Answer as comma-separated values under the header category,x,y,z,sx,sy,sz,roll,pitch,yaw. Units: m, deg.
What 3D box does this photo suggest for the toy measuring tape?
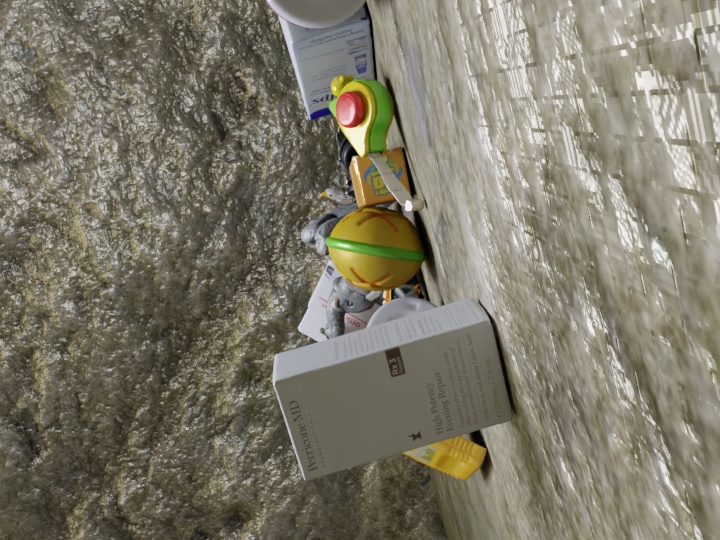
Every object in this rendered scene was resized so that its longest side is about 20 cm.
category,x,y,z,sx,sy,sz,roll,pitch,yaw
toy measuring tape,0.025,-0.163,0.963,0.202,0.073,0.074,56,172,23

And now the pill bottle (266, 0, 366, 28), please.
category,x,y,z,sx,sy,sz,roll,pitch,yaw
pill bottle,-0.050,-0.311,0.840,0.200,0.117,0.122,-109,2,-73

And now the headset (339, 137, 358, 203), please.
category,x,y,z,sx,sy,sz,roll,pitch,yaw
headset,0.016,-0.171,1.371,0.202,0.092,0.125,101,161,-53

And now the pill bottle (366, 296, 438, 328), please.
category,x,y,z,sx,sy,sz,roll,pitch,yaw
pill bottle,0.073,0.135,1.104,0.201,0.112,0.116,75,179,-55

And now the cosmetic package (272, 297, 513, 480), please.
category,x,y,z,sx,sy,sz,roll,pitch,yaw
cosmetic package,0.027,0.105,0.738,0.074,0.196,0.104,-112,4,-75

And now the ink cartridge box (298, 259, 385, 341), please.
category,x,y,z,sx,sy,sz,roll,pitch,yaw
ink cartridge box,-0.015,0.032,1.392,0.203,0.114,0.068,-63,4,1

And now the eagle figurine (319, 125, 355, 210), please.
category,x,y,z,sx,sy,sz,roll,pitch,yaw
eagle figurine,-0.011,-0.166,1.604,0.150,0.150,0.203,33,127,18

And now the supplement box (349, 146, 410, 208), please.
category,x,y,z,sx,sy,sz,roll,pitch,yaw
supplement box,0.023,-0.122,1.100,0.200,0.065,0.070,-125,24,-88

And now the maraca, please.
category,x,y,z,sx,sy,sz,roll,pitch,yaw
maraca,0.022,-0.029,1.088,0.200,0.134,0.110,-34,-44,-85

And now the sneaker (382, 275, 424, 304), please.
category,x,y,z,sx,sy,sz,roll,pitch,yaw
sneaker,0.075,0.066,1.243,0.078,0.075,0.205,-19,-69,-73

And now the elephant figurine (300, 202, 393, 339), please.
category,x,y,z,sx,sy,sz,roll,pitch,yaw
elephant figurine,0.000,0.000,1.304,0.154,0.140,0.203,-5,112,56

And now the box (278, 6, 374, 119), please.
category,x,y,z,sx,sy,sz,roll,pitch,yaw
box,-0.054,-0.335,1.080,0.200,0.103,0.188,80,174,-73

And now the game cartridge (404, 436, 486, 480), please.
category,x,y,z,sx,sy,sz,roll,pitch,yaw
game cartridge,0.065,0.223,1.104,0.033,0.197,0.177,-62,-10,-18
